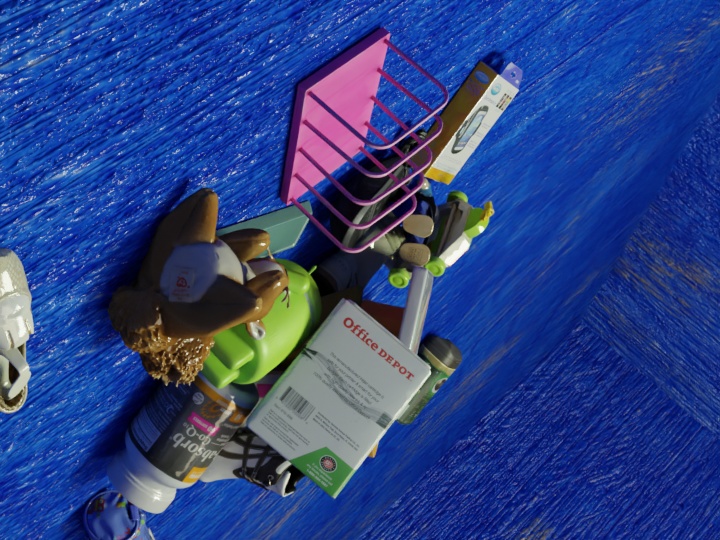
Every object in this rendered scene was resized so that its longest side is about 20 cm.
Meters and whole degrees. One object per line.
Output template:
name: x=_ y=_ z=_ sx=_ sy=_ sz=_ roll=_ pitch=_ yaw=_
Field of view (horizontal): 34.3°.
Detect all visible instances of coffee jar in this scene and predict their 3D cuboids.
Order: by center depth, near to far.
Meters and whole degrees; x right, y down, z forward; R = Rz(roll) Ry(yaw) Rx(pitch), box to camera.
coffee jar: x=0.130 y=0.230 z=2.495 sx=0.201 sy=0.085 sz=0.104 roll=-51 pitch=161 yaw=7

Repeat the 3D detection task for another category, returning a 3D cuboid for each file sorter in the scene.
file sorter: x=0.007 y=-0.140 z=1.334 sx=0.139 sy=0.125 sz=0.201 roll=-38 pitch=160 yaw=-30

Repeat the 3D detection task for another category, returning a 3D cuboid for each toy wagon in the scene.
toy wagon: x=0.121 y=-0.051 z=1.741 sx=0.198 sy=0.040 sz=0.156 roll=-18 pitch=-143 yaw=38

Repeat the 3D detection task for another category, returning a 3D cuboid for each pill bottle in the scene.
pill bottle: x=-0.229 y=0.203 z=1.488 sx=0.201 sy=0.116 sz=0.116 roll=-52 pitch=163 yaw=8

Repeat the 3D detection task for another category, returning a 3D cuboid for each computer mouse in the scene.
computer mouse: x=0.011 y=-0.104 z=1.561 sx=0.200 sy=0.052 sz=0.139 roll=-50 pitch=168 yaw=-39

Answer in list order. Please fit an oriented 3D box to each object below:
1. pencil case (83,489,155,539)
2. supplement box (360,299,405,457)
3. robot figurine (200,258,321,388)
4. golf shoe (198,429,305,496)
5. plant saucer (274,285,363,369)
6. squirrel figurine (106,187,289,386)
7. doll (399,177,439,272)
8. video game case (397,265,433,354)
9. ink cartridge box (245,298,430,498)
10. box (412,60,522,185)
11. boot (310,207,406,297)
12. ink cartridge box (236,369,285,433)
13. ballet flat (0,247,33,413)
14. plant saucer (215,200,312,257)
pencil case: x=-0.335 y=0.373 z=1.640 sx=0.086 sy=0.079 sz=0.201 roll=-14 pitch=154 yaw=-11
supplement box: x=0.011 y=0.145 z=1.577 sx=0.069 sy=0.066 sz=0.202 roll=90 pitch=14 yaw=-61
robot figurine: x=-0.126 y=0.061 z=1.435 sx=0.200 sy=0.116 sz=0.176 roll=-38 pitch=168 yaw=-45
golf shoe: x=-0.134 y=0.261 z=1.556 sx=0.198 sy=0.096 sz=0.078 roll=-20 pitch=150 yaw=12
plant saucer: x=-0.087 y=0.117 z=1.651 sx=0.198 sy=0.049 sz=0.201 roll=-18 pitch=152 yaw=-18
squirrel figurine: x=-0.169 y=0.030 z=1.270 sx=0.199 sy=0.142 sz=0.186 roll=-36 pitch=166 yaw=10
doll: x=0.084 y=-0.062 z=1.654 sx=0.200 sy=0.048 sz=0.138 roll=-66 pitch=163 yaw=-73
video game case: x=0.067 y=0.098 z=1.593 sx=0.182 sy=0.023 sz=0.203 roll=21 pitch=81 yaw=-84
ink cartridge box: x=-0.027 y=0.155 z=1.455 sx=0.201 sy=0.146 sz=0.083 roll=-50 pitch=-178 yaw=-3
box: x=0.157 y=-0.220 z=1.689 sx=0.201 sy=0.041 sz=0.119 roll=-55 pitch=161 yaw=11
boot: x=0.000 y=0.000 z=1.714 sx=0.155 sy=0.072 sz=0.201 roll=-47 pitch=163 yaw=-17
ink cartridge box: x=-0.122 y=0.209 z=1.641 sx=0.197 sy=0.076 sz=0.165 roll=5 pitch=146 yaw=-27
ballet flat: x=-0.318 y=0.058 z=1.048 sx=0.067 sy=0.062 sz=0.201 roll=-37 pitch=159 yaw=-35
plant saucer: x=-0.126 y=-0.035 z=1.409 sx=0.199 sy=0.019 sz=0.070 roll=-25 pitch=151 yaw=-56
